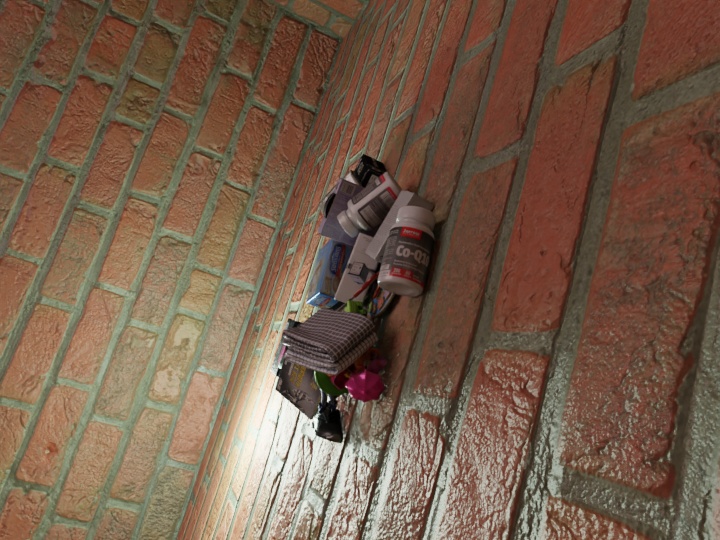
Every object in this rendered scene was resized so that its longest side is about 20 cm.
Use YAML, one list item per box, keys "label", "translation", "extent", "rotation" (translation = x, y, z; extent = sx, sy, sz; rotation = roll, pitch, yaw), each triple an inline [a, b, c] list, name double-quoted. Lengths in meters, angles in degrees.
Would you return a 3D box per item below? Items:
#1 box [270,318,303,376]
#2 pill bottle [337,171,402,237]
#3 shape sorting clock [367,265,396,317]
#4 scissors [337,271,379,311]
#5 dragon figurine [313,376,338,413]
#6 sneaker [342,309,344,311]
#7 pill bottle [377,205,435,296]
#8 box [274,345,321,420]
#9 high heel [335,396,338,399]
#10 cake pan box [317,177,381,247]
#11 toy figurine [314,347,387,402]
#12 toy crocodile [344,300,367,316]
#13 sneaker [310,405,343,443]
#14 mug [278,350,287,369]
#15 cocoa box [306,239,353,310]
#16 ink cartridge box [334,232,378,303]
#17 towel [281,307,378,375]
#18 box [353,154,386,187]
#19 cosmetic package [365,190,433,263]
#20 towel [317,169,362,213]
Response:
- label: "box"
  translation: [-0.227, 0.285, 2.009]
  extent: [0.201, 0.114, 0.132]
  rotation: [-70, 17, -6]
- label: "pill bottle"
  translation: [0.032, -0.187, 1.662]
  extent: [0.200, 0.111, 0.111]
  rotation: [-36, 28, 12]
- label: "shape sorting clock"
  translation: [0.066, 0.034, 1.556]
  extent: [0.200, 0.039, 0.201]
  rotation: [-55, 24, 38]
- label: "scissors"
  translation: [-0.017, 0.074, 1.539]
  extent: [0.200, 0.014, 0.073]
  rotation: [-46, -3, 10]
- label: "dragon figurine"
  translation: [-0.081, 0.286, 1.516]
  extent: [0.099, 0.059, 0.201]
  rotation: [48, 129, 52]
- label: "sneaker"
  translation: [-0.052, 0.196, 1.685]
  extent: [0.200, 0.108, 0.070]
  rotation: [-43, -25, -43]
- label: "pill bottle"
  translation: [0.117, -0.048, 1.378]
  extent: [0.114, 0.113, 0.201]
  rotation: [-25, 48, 65]
- label: "box"
  translation: [-0.167, 0.324, 1.696]
  extent: [0.048, 0.158, 0.201]
  rotation: [-24, -38, -50]
- label: "high heel"
  translation: [-0.041, 0.263, 1.559]
  extent: [0.096, 0.067, 0.201]
  rotation: [-79, 13, -55]
- label: "cake pan box"
  translation: [-0.015, -0.168, 1.748]
  extent: [0.185, 0.199, 0.052]
  rotation: [-69, 19, 7]
- label: "toy figurine"
  translation: [0.007, 0.250, 1.419]
  extent: [0.200, 0.150, 0.184]
  rotation: [-48, 28, -15]
- label: "toy crocodile"
  translation: [-0.015, 0.133, 1.546]
  extent: [0.200, 0.061, 0.068]
  rotation: [66, -164, -67]
- label: "sneaker"
  translation: [-0.090, 0.413, 1.544]
  extent: [0.080, 0.075, 0.200]
  rotation: [-69, 18, -7]
- label: "mug"
  translation: [-0.166, 0.271, 1.830]
  extent: [0.185, 0.114, 0.152]
  rotation: [-51, -8, -36]
- label: "cocoa box"
  translation: [-0.077, 0.020, 1.831]
  extent: [0.133, 0.131, 0.201]
  rotation: [-36, 37, 59]
- label: "ink cartridge box"
  translation: [0.000, 0.000, 1.647]
  extent: [0.146, 0.085, 0.201]
  rotation: [-5, -66, -88]
- label: "towel"
  translation: [-0.081, 0.167, 1.411]
  extent: [0.199, 0.086, 0.165]
  rotation: [10, 35, 39]
- label: "box"
  translation: [0.011, -0.278, 1.970]
  extent: [0.201, 0.086, 0.164]
  rotation: [-61, 19, 24]
- label: "cosmetic package"
  translation: [0.102, -0.108, 1.508]
  extent: [0.201, 0.071, 0.101]
  rotation: [-59, 19, 3]
- label: "towel"
  translation: [-0.043, -0.199, 1.891]
  extent: [0.192, 0.034, 0.201]
  rotation: [-40, 73, 31]
